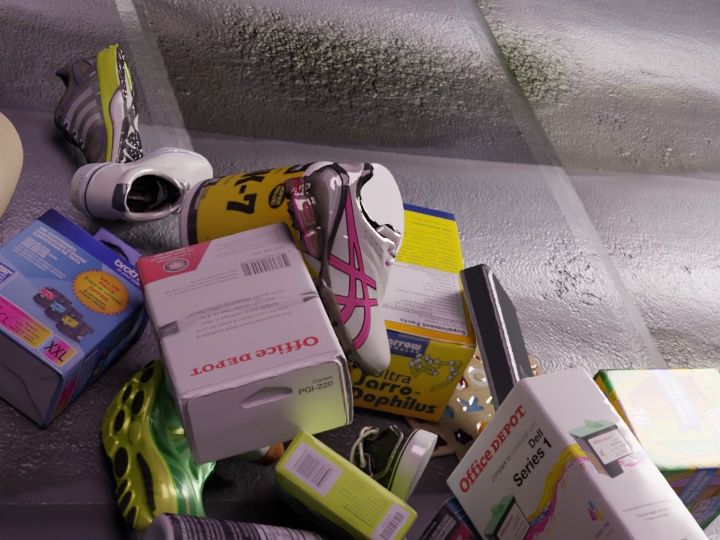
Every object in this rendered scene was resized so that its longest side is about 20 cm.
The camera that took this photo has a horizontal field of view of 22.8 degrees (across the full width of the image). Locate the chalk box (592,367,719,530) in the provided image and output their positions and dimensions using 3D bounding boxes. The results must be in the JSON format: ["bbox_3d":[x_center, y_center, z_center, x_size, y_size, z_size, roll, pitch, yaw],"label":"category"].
[{"bbox_3d":[0.309,0.180,1.776,0.199,0.124,0.125,0,50,-32],"label":"chalk box"}]

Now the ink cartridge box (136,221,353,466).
[{"bbox_3d":[-0.102,0.061,1.552,0.145,0.085,0.200,-15,38,-8],"label":"ink cartridge box"}]

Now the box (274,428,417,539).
[{"bbox_3d":[-0.015,0.203,1.539,0.122,0.200,0.048,35,77,7],"label":"box"}]

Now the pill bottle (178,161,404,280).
[{"bbox_3d":[-0.066,-0.045,1.726,0.114,0.199,0.115,19,68,-58],"label":"pill bottle"}]

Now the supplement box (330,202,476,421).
[{"bbox_3d":[0.037,0.036,1.777,0.108,0.110,0.200,12,40,-15],"label":"supplement box"}]

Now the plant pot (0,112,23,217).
[{"bbox_3d":[-0.393,-0.087,1.622,0.187,0.188,0.200,32,25,4],"label":"plant pot"}]

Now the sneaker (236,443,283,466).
[{"bbox_3d":[-0.121,0.108,1.660,0.085,0.073,0.200,39,20,-40],"label":"sneaker"}]

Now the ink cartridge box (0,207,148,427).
[{"bbox_3d":[-0.277,0.032,1.627,0.136,0.076,0.200,34,37,7],"label":"ink cartridge box"}]

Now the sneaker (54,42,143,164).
[{"bbox_3d":[-0.271,-0.138,1.828,0.081,0.074,0.201,-13,56,10],"label":"sneaker"}]

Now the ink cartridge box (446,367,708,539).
[{"bbox_3d":[0.179,0.204,1.495,0.084,0.145,0.200,-6,50,-40],"label":"ink cartridge box"}]

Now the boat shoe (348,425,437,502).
[{"bbox_3d":[0.020,0.172,1.581,0.064,0.200,0.071,28,75,0],"label":"boat shoe"}]

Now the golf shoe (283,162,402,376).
[{"bbox_3d":[0.000,0.000,1.612,0.092,0.201,0.073,-18,18,1],"label":"golf shoe"}]

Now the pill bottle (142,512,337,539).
[{"bbox_3d":[-0.079,0.263,1.467,0.199,0.106,0.106,11,42,-22],"label":"pill bottle"}]

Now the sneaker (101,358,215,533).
[{"bbox_3d":[-0.175,0.162,1.563,0.084,0.074,0.200,36,26,-35],"label":"sneaker"}]

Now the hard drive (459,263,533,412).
[{"bbox_3d":[0.147,0.106,1.723,0.033,0.140,0.201,-17,67,10],"label":"hard drive"}]

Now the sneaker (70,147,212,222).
[{"bbox_3d":[-0.200,-0.077,1.766,0.071,0.073,0.200,18,19,28],"label":"sneaker"}]

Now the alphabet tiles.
[{"bbox_3d":[0.124,0.136,1.810,0.199,0.006,0.167,-6,51,-36],"label":"alphabet tiles"}]

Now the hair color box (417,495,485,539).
[{"bbox_3d":[0.133,0.297,1.563,0.060,0.100,0.200,-18,57,-44],"label":"hair color box"}]
